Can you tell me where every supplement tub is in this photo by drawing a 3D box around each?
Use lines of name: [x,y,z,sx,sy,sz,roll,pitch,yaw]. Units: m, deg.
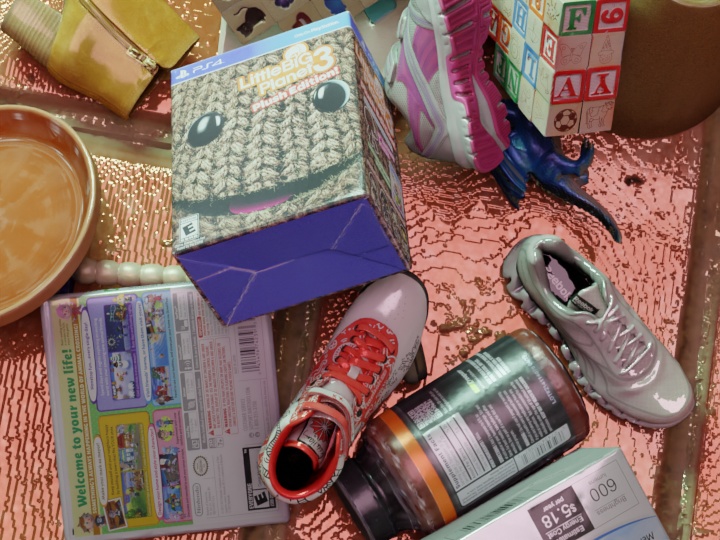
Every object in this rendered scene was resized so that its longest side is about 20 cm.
supplement tub: [0.076,0.138,1.408,0.199,0.107,0.107,-31,82,-8]

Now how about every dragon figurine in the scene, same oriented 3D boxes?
dragon figurine: [0.140,-0.091,1.479,0.099,0.059,0.201,-23,77,-6]

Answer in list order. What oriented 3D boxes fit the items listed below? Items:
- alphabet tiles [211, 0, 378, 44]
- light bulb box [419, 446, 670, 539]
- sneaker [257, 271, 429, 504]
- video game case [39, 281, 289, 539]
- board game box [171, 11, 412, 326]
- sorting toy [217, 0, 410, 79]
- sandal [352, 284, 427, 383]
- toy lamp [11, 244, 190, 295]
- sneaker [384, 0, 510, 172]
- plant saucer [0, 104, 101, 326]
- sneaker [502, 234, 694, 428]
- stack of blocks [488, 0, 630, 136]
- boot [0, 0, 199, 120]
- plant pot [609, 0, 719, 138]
alphabet tiles: [-0.040,-0.273,1.406,0.199,0.006,0.167,-33,118,8]
light bulb box: [0.144,0.265,1.319,0.198,0.125,0.201,-29,88,-9]
sneaker: [-0.009,0.092,1.358,0.067,0.108,0.202,35,92,-4]
video game case: [-0.155,0.111,1.413,0.181,0.022,0.201,-6,96,-5]
board game box: [-0.057,-0.080,1.381,0.159,0.097,0.201,-17,48,12]
sorting toy: [-0.038,-0.216,1.479,0.199,0.107,0.181,17,91,-12]
sandal: [0.000,0.001,1.447,0.057,0.080,0.202,-21,81,6]
toy lamp: [-0.183,0.003,1.443,0.199,0.058,0.059,5,78,-6]
sneaker: [0.055,-0.175,1.421,0.088,0.081,0.201,-3,101,34]
plant saucer: [-0.300,-0.040,1.423,0.199,0.032,0.201,-7,61,13]
sneaker: [0.197,0.049,1.447,0.075,0.081,0.200,-43,86,-12]
stack of blocks: [0.144,-0.207,1.438,0.058,0.116,0.200,-7,34,-17]
boot: [-0.194,-0.238,1.489,0.144,0.071,0.202,31,82,-4]
plant pot: [0.251,-0.223,1.443,0.185,0.200,0.188,1,80,-5]
